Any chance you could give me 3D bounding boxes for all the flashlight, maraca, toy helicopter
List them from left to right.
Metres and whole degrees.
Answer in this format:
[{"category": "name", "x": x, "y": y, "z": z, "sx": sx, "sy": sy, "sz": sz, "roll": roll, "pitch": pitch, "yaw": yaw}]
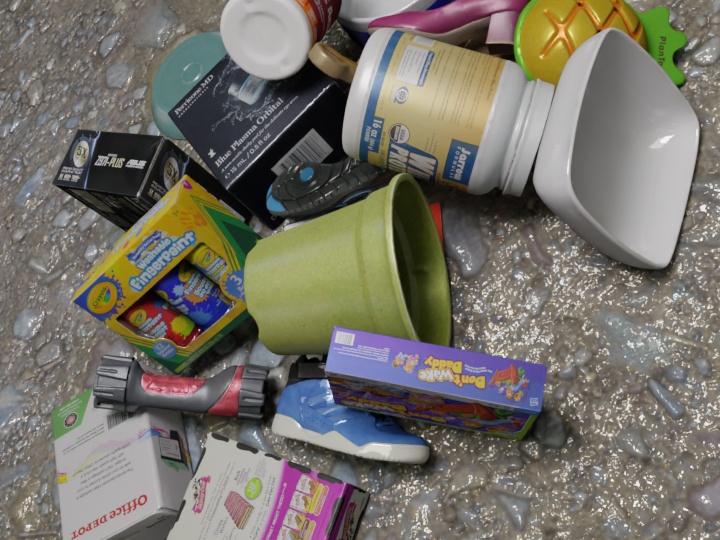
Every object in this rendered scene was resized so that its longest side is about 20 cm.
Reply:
[{"category": "flashlight", "x": -0.210, "y": 0.134, "z": 1.017, "sx": 0.199, "sy": 0.068, "sz": 0.068, "roll": 9, "pitch": 39, "yaw": -3}, {"category": "toy helicopter", "x": 0.017, "y": -0.220, "z": 1.042, "sx": 0.079, "sy": 0.199, "sz": 0.133, "roll": -47, "pitch": 51, "yaw": 25}, {"category": "maraca", "x": 0.266, "y": -0.245, "z": 0.950, "sx": 0.199, "sy": 0.107, "sz": 0.138, "roll": 5, "pitch": 89, "yaw": -7}]

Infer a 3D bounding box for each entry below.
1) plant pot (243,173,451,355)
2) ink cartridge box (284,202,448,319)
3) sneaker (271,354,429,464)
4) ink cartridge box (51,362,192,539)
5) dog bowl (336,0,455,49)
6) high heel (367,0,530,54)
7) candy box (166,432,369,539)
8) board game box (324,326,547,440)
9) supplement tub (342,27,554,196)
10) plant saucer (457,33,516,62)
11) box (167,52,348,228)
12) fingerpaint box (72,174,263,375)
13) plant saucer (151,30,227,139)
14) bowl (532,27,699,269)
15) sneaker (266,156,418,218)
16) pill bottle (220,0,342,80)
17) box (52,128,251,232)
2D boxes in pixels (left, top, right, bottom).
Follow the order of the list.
[{"category": "plant pot", "x": -0.017, "y": 0.014, "z": 0.925, "sx": 0.183, "sy": 0.200, "sz": 0.201, "roll": -11, "pitch": 61, "yaw": 20}, {"category": "ink cartridge box", "x": 0.000, "y": 0.000, "z": 1.035, "sx": 0.199, "sy": 0.057, "sz": 0.163, "roll": -17, "pitch": 59, "yaw": 27}, {"category": "sneaker", "x": -0.006, "y": 0.144, "z": 0.946, "sx": 0.199, "sy": 0.077, "sz": 0.112, "roll": 6, "pitch": 79, "yaw": 38}, {"category": "ink cartridge box", "x": -0.292, "y": 0.239, "z": 1.056, "sx": 0.144, "sy": 0.084, "sz": 0.201, "roll": -30, "pitch": 55, "yaw": 13}, {"category": "dog bowl", "x": 0.050, "y": -0.402, "z": 1.186, "sx": 0.199, "sy": 0.079, "sz": 0.201, "roll": -13, "pitch": 61, "yaw": 23}, {"category": "high heel", "x": 0.111, "y": -0.324, "z": 1.077, "sx": 0.199, "sy": 0.067, "sz": 0.097, "roll": 8, "pitch": 79, "yaw": 11}, {"category": "candy box", "x": -0.105, "y": 0.275, "z": 0.948, "sx": 0.199, "sy": 0.061, "sz": 0.137, "roll": 12, "pitch": 73, "yaw": 33}, {"category": "board game box", "x": 0.071, "y": 0.113, "z": 0.840, "sx": 0.199, "sy": 0.135, "sz": 0.045, "roll": 10, "pitch": 69, "yaw": 7}, {"category": "supplement tub", "x": 0.093, "y": -0.166, "z": 0.919, "sx": 0.199, "sy": 0.145, "sz": 0.145, "roll": 17, "pitch": 74, "yaw": 7}, {"category": "plant saucer", "x": 0.190, "y": -0.263, "z": 1.069, "sx": 0.199, "sy": 0.029, "sz": 0.201, "roll": -13, "pitch": 60, "yaw": 24}, {"category": "box", "x": -0.125, "y": -0.202, "z": 1.163, "sx": 0.197, "sy": 0.117, "sz": 0.200, "roll": -44, "pitch": 52, "yaw": 3}, {"category": "fingerpaint box", "x": -0.219, "y": 0.012, "z": 1.045, "sx": 0.200, "sy": 0.167, "sz": 0.074, "roll": -38, "pitch": 26, "yaw": 23}, {"category": "plant saucer", "x": -0.254, "y": -0.299, "z": 1.334, "sx": 0.199, "sy": 0.036, "sz": 0.201, "roll": -13, "pitch": 61, "yaw": 24}, {"category": "bowl", "x": 0.252, "y": -0.116, "z": 0.868, "sx": 0.074, "sy": 0.200, "sz": 0.201, "roll": -3, "pitch": 63, "yaw": 49}, {"category": "sneaker", "x": -0.023, "y": -0.101, "z": 1.074, "sx": 0.199, "sy": 0.082, "sz": 0.074, "roll": -15, "pitch": 61, "yaw": 20}, {"category": "pill bottle", "x": -0.088, "y": -0.331, "z": 1.071, "sx": 0.114, "sy": 0.114, "sz": 0.200, "roll": -10, "pitch": 35, "yaw": 25}, {"category": "box", "x": -0.270, "y": -0.097, "z": 1.139, "sx": 0.163, "sy": 0.200, "sz": 0.087, "roll": 10, "pitch": 71, "yaw": 33}]
